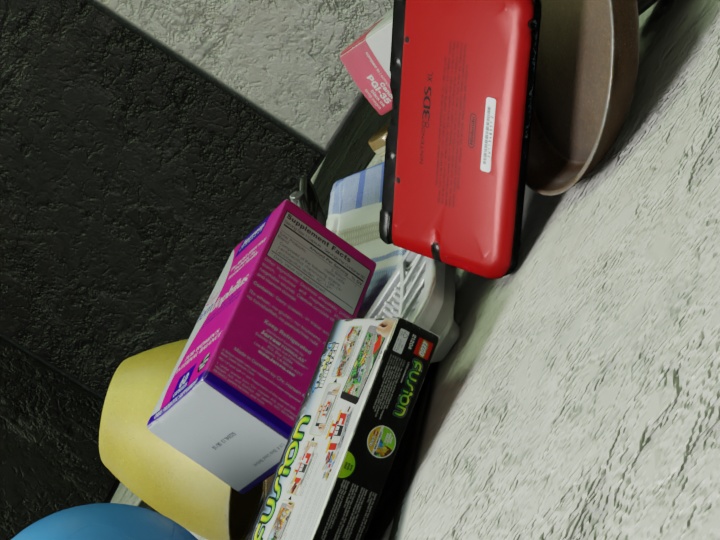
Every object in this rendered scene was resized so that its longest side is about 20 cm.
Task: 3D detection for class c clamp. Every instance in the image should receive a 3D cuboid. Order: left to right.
[{"bbox_3d":[-0.039,-0.004,1.406,0.027,0.202,0.172,-15,34,4],"label":"c clamp"}]

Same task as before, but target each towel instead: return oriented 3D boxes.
[{"bbox_3d":[0.000,0.000,1.236,0.146,0.024,0.202,-14,61,58],"label":"towel"}]

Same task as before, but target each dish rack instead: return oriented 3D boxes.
[{"bbox_3d":[0.019,0.070,1.071,0.201,0.043,0.172,-56,10,20],"label":"dish rack"}]

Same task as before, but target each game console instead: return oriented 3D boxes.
[{"bbox_3d":[0.079,-0.118,1.007,0.118,0.171,0.203,-18,-62,-44],"label":"game console"}]

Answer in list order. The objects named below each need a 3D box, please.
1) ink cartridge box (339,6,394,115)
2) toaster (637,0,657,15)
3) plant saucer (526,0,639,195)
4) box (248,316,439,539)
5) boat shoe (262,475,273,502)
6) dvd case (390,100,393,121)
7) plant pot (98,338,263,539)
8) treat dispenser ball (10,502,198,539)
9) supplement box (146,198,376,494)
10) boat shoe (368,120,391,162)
[{"bbox_3d":[0.095,-0.260,1.455,0.199,0.083,0.147,-25,16,45],"label":"ink cartridge box"},{"bbox_3d":[0.207,-0.275,0.967,0.201,0.113,0.129,-58,11,-14],"label":"toaster"},{"bbox_3d":[0.131,-0.151,0.923,0.200,0.034,0.203,175,90,-72],"label":"plant saucer"},{"bbox_3d":[-0.019,0.129,0.932,0.110,0.034,0.202,-6,60,67],"label":"box"},{"bbox_3d":[-0.070,0.149,1.227,0.075,0.074,0.203,-56,8,16],"label":"boat shoe"},{"bbox_3d":[0.046,-0.178,1.232,0.200,0.016,0.151,136,138,-82],"label":"dvd case"},{"bbox_3d":[-0.163,0.147,1.327,0.200,0.140,0.203,10,-90,-83],"label":"plant pot"},{"bbox_3d":[-0.184,0.268,1.006,0.202,0.200,0.201,-57,7,11],"label":"treat dispenser ball"},{"bbox_3d":[-0.076,0.059,1.144,0.101,0.103,0.201,-40,20,45],"label":"supplement box"},{"bbox_3d":[0.094,-0.153,1.396,0.200,0.065,0.072,-40,10,-31],"label":"boat shoe"}]
